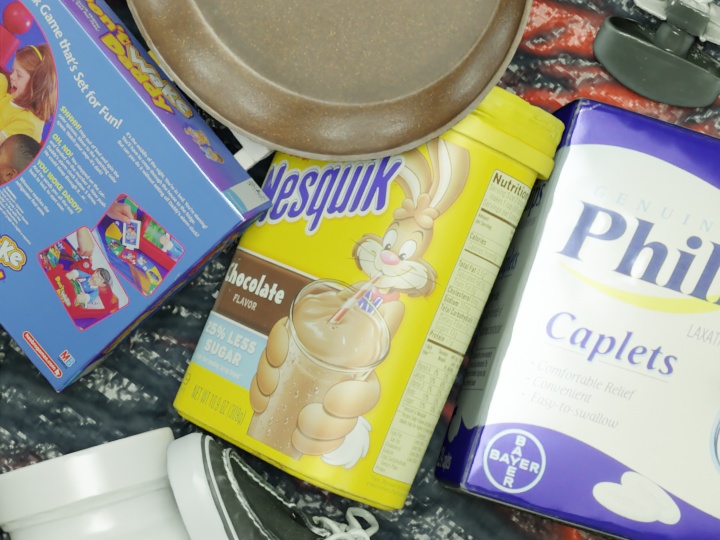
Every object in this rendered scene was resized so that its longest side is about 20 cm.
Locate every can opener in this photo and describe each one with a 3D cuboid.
[{"bbox_3d":[0.220,-0.097,1.089,0.199,0.053,0.067,25,120,0],"label":"can opener"}]

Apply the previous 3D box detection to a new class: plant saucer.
[{"bbox_3d":[-0.014,-0.149,0.934,0.199,0.035,0.201,8,115,17],"label":"plant saucer"}]

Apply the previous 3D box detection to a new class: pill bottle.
[{"bbox_3d":[-0.111,0.185,1.015,0.115,0.116,0.201,-15,88,-4],"label":"pill bottle"}]

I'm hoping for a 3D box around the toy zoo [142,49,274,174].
[{"bbox_3d":[-0.131,-0.071,1.039,0.200,0.020,0.131,-38,89,19],"label":"toy zoo"}]

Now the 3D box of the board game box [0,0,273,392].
[{"bbox_3d":[-0.157,-0.062,1.013,0.134,0.045,0.200,-40,88,19],"label":"board game box"}]

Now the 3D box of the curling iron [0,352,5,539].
[{"bbox_3d":[-0.188,0.122,1.054,0.049,0.026,0.201,-11,92,31],"label":"curling iron"}]

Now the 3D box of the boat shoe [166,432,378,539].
[{"bbox_3d":[-0.021,0.147,1.007,0.068,0.074,0.200,-26,115,11],"label":"boat shoe"}]

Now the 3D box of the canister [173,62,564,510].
[{"bbox_3d":[0.000,0.000,1.019,0.086,0.148,0.201,23,88,-41],"label":"canister"}]

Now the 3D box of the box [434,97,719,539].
[{"bbox_3d":[0.155,0.038,1.043,0.183,0.105,0.201,17,85,-2],"label":"box"}]
